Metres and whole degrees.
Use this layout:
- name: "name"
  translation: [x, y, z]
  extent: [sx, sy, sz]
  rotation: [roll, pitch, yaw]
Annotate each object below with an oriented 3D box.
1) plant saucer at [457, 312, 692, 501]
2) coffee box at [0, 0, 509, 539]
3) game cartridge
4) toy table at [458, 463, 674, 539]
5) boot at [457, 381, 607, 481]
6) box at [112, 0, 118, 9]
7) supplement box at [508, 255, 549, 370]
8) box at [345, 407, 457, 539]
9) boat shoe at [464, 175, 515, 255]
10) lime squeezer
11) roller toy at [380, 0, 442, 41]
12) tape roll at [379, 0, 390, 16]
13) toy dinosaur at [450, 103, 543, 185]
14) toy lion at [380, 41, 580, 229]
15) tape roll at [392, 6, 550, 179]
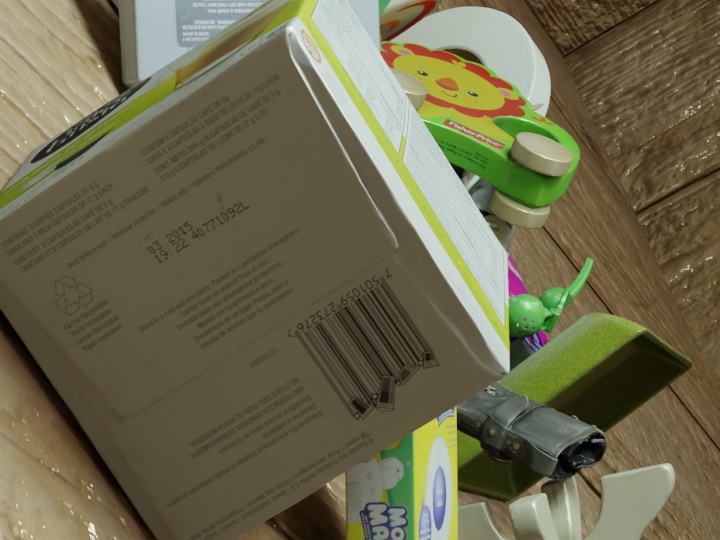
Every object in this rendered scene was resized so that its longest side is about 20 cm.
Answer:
- name: "plant saucer"
  translation: [0.160, 0.104, 1.632]
  extent: [0.048, 0.200, 0.200]
  rotation: [55, 10, 21]
- name: "coffee box"
  translation: [-0.055, -0.011, 1.045]
  extent: [0.201, 0.199, 0.198]
  rotation: [56, 13, -14]
- name: "game cartridge"
  translation: [-0.076, -0.178, 1.378]
  extent: [0.199, 0.041, 0.134]
  rotation: [-5, 91, -34]
- name: "toy table"
  translation: [0.141, 0.210, 1.412]
  extent: [0.200, 0.183, 0.118]
  rotation: [43, 35, -87]
- name: "boot"
  translation: [0.101, 0.103, 1.491]
  extent: [0.173, 0.070, 0.200]
  rotation: [23, 15, 17]
- name: "box"
  translation: [-0.087, -0.170, 1.480]
  extent: [0.200, 0.101, 0.113]
  rotation: [55, 14, -24]
- name: "supplement box"
  translation: [0.080, 0.019, 1.714]
  extent: [0.101, 0.103, 0.201]
  rotation: [39, 23, -54]
- name: "box"
  translation: [0.027, 0.127, 1.217]
  extent: [0.117, 0.048, 0.201]
  rotation: [5, 82, -74]
- name: "boat shoe"
  translation: [0.088, -0.021, 1.575]
  extent: [0.200, 0.072, 0.066]
  rotation: [-53, 157, -60]
- name: "lime squeezer"
  translation: [0.136, 0.026, 1.625]
  extent: [0.199, 0.038, 0.070]
  rotation: [-8, 26, -39]
- name: "roller toy"
  translation: [-0.024, -0.243, 1.695]
  extent: [0.140, 0.182, 0.200]
  rotation: [62, 13, 3]
- name: "tape roll"
  translation: [-0.064, -0.259, 1.537]
  extent: [0.201, 0.200, 0.048]
  rotation: [54, 16, -27]
- name: "toy dinosaur"
  translation: [0.059, -0.111, 1.690]
  extent: [0.101, 0.199, 0.058]
  rotation: [-98, 173, -45]
- name: "toy lion"
  translation: [0.086, -0.123, 1.619]
  extent: [0.199, 0.069, 0.192]
  rotation: [25, 25, 10]
- name: "tape roll"
  translation: [0.077, -0.152, 1.848]
  extent: [0.037, 0.202, 0.203]
  rotation: [46, 19, -47]
